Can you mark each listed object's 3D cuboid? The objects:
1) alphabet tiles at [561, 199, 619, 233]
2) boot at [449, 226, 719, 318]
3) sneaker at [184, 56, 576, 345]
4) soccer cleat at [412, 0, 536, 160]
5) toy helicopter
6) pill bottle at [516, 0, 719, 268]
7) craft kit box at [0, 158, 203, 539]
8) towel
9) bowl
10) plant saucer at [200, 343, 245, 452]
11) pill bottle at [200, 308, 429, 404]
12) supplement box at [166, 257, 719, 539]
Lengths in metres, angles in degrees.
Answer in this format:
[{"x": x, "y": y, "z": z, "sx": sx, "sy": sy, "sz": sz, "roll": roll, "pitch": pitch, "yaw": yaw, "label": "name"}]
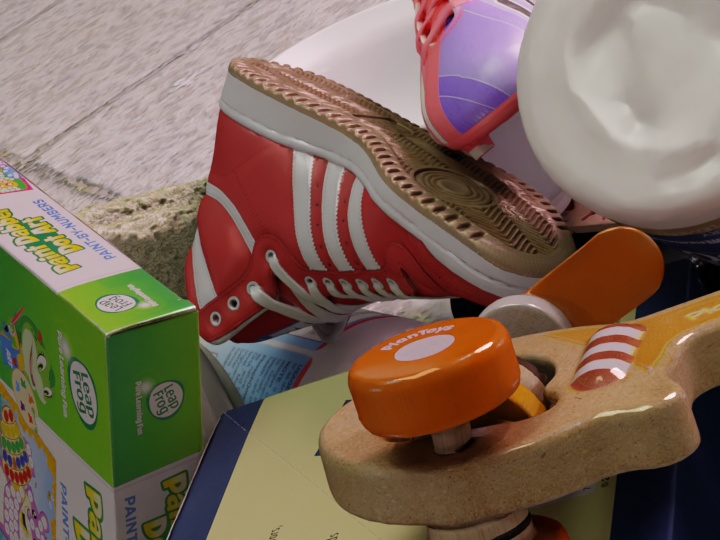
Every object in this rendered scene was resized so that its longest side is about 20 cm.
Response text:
[{"x": 0.117, "y": -0.074, "z": 0.963, "sx": 0.200, "sy": 0.008, "sz": 0.167, "roll": -6, "pitch": 41, "yaw": 46, "label": "alphabet tiles"}, {"x": 0.147, "y": -0.024, "z": 0.926, "sx": 0.198, "sy": 0.073, "sz": 0.162, "roll": -48, "pitch": 26, "yaw": -22, "label": "boot"}, {"x": 0.000, "y": 0.000, "z": 0.752, "sx": 0.071, "sy": 0.113, "sz": 0.200, "roll": 4, "pitch": 22, "yaw": -40, "label": "sneaker"}, {"x": 0.042, "y": -0.103, "z": 0.760, "sx": 0.067, "sy": 0.076, "sz": 0.200, "roll": -37, "pitch": 13, "yaw": 18, "label": "soccer cleat"}, {"x": 0.083, "y": 0.028, "z": 0.580, "sx": 0.200, "sy": 0.079, "sz": 0.132, "roll": -20, "pitch": 13, "yaw": -7, "label": "toy helicopter"}, {"x": 0.149, "y": -0.053, "z": 0.702, "sx": 0.111, "sy": 0.111, "sz": 0.200, "roll": -16, "pitch": -18, "yaw": 30, "label": "pill bottle"}, {"x": -0.129, "y": 0.073, "z": 0.810, "sx": 0.048, "sy": 0.200, "sz": 0.197, "roll": -17, "pitch": 29, "yaw": -33, "label": "craft kit box"}, {"x": -0.072, "y": 0.014, "z": 0.964, "sx": 0.200, "sy": 0.149, "sz": 0.036, "roll": -13, "pitch": 43, "yaw": -38, "label": "towel"}, {"x": 0.043, "y": -0.064, "z": 0.904, "sx": 0.201, "sy": 0.090, "sz": 0.201, "roll": -16, "pitch": 24, "yaw": 7, "label": "bowl"}, {"x": -0.089, "y": 0.084, "z": 0.848, "sx": 0.050, "sy": 0.200, "sz": 0.200, "roll": -19, "pitch": 15, "yaw": -30, "label": "plant saucer"}, {"x": -0.007, "y": 0.071, "z": 0.866, "sx": 0.109, "sy": 0.109, "sz": 0.200, "roll": -40, "pitch": 25, "yaw": -23, "label": "pill bottle"}, {"x": 0.042, "y": 0.126, "z": 0.658, "sx": 0.200, "sy": 0.134, "sz": 0.200, "roll": -20, "pitch": 24, "yaw": 22, "label": "supplement box"}]
